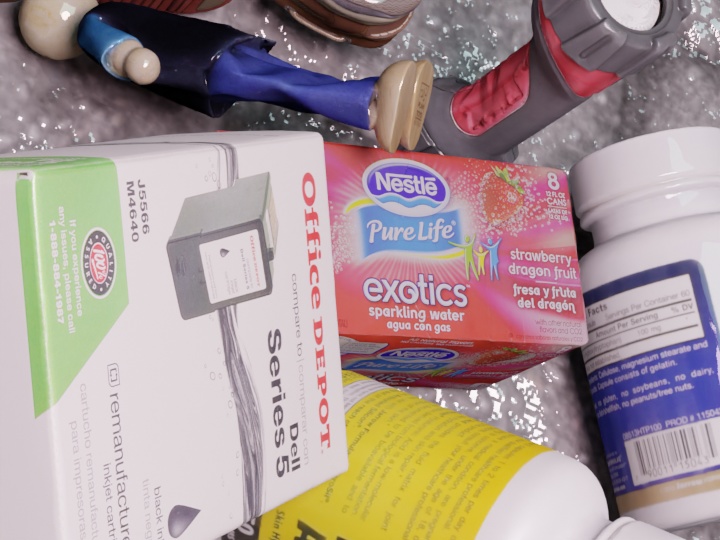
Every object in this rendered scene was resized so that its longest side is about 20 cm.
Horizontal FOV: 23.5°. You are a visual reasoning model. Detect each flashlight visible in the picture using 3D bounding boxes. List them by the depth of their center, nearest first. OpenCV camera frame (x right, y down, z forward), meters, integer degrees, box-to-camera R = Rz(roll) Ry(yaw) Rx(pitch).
[{"bbox_3d":[0.078,-0.099,0.857,0.068,0.200,0.068,4,72,-29],"label":"flashlight"}]

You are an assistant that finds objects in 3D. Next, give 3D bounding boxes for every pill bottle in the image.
[{"bbox_3d":[0.039,0.120,0.754,0.111,0.199,0.112,-36,135,-46],"label":"pill bottle"},{"bbox_3d":[0.176,0.032,0.922,0.119,0.120,0.201,-4,76,-31],"label":"pill bottle"}]

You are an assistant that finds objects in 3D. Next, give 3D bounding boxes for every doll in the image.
[{"bbox_3d":[-0.069,-0.097,0.815,0.199,0.136,0.049,14,99,12],"label":"doll"}]

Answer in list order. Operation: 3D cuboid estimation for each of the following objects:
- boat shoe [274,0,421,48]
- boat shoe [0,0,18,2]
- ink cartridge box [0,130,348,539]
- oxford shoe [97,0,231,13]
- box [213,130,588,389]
[{"bbox_3d":[-0.053,-0.182,0.888,0.200,0.072,0.076,43,69,11],"label":"boat shoe"},{"bbox_3d":[-0.239,-0.123,0.760,0.199,0.072,0.068,-5,82,-26],"label":"boat shoe"},{"bbox_3d":[-0.087,0.026,0.643,0.200,0.084,0.146,-17,105,-62],"label":"ink cartridge box"},{"bbox_3d":[-0.146,-0.184,0.833,0.199,0.070,0.075,18,60,-26],"label":"oxford shoe"},{"bbox_3d":[0.000,0.000,0.839,0.199,0.100,0.096,4,72,-29],"label":"box"}]
